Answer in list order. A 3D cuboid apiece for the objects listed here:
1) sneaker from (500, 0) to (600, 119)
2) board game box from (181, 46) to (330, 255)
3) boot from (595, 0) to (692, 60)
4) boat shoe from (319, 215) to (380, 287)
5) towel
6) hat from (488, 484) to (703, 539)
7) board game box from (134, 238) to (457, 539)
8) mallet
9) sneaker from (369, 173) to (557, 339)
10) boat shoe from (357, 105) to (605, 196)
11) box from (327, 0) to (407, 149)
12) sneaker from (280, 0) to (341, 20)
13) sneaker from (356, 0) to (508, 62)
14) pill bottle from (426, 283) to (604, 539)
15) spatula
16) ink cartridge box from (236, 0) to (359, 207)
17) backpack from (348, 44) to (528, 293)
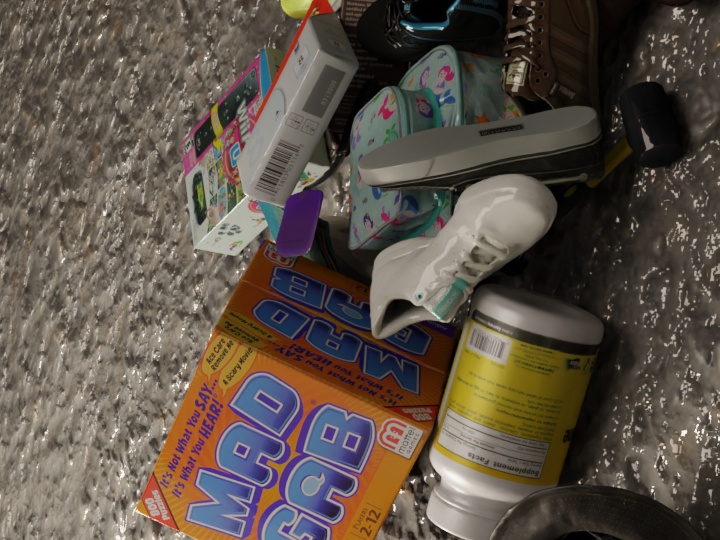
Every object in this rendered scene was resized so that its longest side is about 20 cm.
[{"bbox_3d":[0.152,-0.178,1.389,0.070,0.075,0.200,11,124,46],"label":"sneaker"},{"bbox_3d":[-0.120,-0.130,1.870,0.200,0.064,0.148,-40,50,43],"label":"board game box"},{"bbox_3d":[0.206,-0.210,1.423,0.200,0.072,0.167,43,130,48],"label":"boot"},{"bbox_3d":[0.000,0.000,1.658,0.200,0.072,0.069,21,121,50],"label":"boat shoe"},{"bbox_3d":[-0.039,0.009,1.639,0.147,0.022,0.200,38,156,53],"label":"towel"},{"bbox_3d":[0.187,0.230,1.283,0.201,0.200,0.081,-56,0,31],"label":"hat"},{"bbox_3d":[-0.052,0.131,1.503,0.200,0.200,0.200,-69,4,-65],"label":"board game box"},{"bbox_3d":[0.199,-0.071,1.407,0.200,0.041,0.066,-53,44,42],"label":"mallet"},{"bbox_3d":[0.080,-0.001,1.358,0.200,0.075,0.089,-35,27,42],"label":"sneaker"},{"bbox_3d":[0.099,-0.082,1.370,0.071,0.200,0.064,-80,-20,-65],"label":"boat shoe"},{"bbox_3d":[0.014,-0.221,1.649,0.100,0.075,0.200,74,-157,-82],"label":"box"},{"bbox_3d":[-0.040,-0.339,1.780,0.200,0.090,0.078,-43,50,45],"label":"sneaker"},{"bbox_3d":[0.054,-0.234,1.512,0.200,0.082,0.073,-5,84,50],"label":"sneaker"},{"bbox_3d":[0.122,0.121,1.396,0.112,0.112,0.200,30,107,55],"label":"pill bottle"},{"bbox_3d":[-0.027,-0.098,1.550,0.056,0.021,0.200,-6,49,50],"label":"spatula"},{"bbox_3d":[-0.071,-0.176,1.613,0.160,0.047,0.200,-62,24,22],"label":"ink cartridge box"},{"bbox_3d":[0.072,-0.097,1.499,0.178,0.150,0.200,147,134,-65],"label":"backpack"}]
